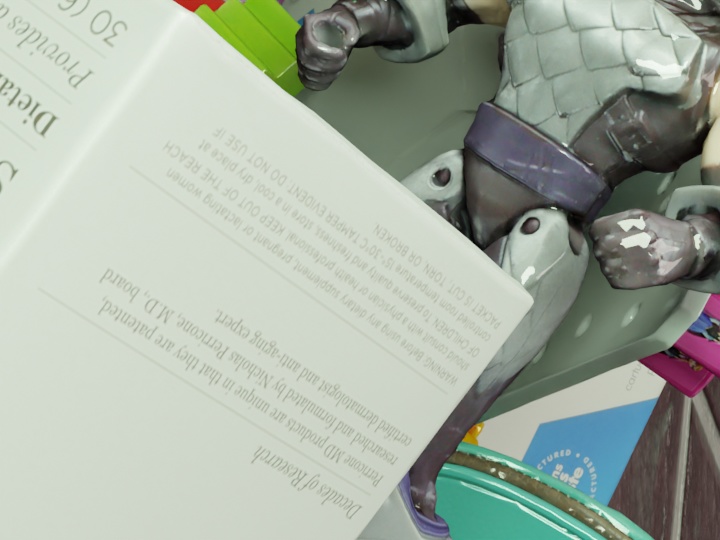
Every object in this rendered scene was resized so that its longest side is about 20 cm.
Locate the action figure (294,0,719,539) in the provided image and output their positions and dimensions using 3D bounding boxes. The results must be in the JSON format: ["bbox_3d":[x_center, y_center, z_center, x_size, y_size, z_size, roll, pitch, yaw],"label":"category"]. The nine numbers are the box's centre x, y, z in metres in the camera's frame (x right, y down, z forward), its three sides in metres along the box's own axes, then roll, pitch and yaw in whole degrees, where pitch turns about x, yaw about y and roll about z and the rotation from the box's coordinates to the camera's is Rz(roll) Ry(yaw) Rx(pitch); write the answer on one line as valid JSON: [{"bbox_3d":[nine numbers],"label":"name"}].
[{"bbox_3d":[0.028,-0.009,0.581,0.069,0.130,0.200,28,97,-46],"label":"action figure"}]

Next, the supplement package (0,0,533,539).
[{"bbox_3d":[-0.093,0.035,0.474,0.200,0.121,0.120,-54,144,0],"label":"supplement package"}]

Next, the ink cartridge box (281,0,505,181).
[{"bbox_3d":[0.042,-0.086,0.743,0.068,0.115,0.200,45,41,-14],"label":"ink cartridge box"}]

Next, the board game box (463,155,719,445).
[{"bbox_3d":[0.086,-0.039,0.715,0.200,0.026,0.200,-58,-169,-22],"label":"board game box"}]

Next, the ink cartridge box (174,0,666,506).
[{"bbox_3d":[0.000,0.000,0.832,0.200,0.067,0.116,25,91,-34],"label":"ink cartridge box"}]

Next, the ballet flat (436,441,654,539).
[{"bbox_3d":[-0.004,0.062,0.700,0.070,0.200,0.067,-83,-170,-77],"label":"ballet flat"}]

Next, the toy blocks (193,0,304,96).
[{"bbox_3d":[-0.101,-0.003,0.597,0.100,0.200,0.137,48,1,26],"label":"toy blocks"}]

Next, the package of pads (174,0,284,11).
[{"bbox_3d":[-0.067,-0.162,0.822,0.200,0.076,0.121,71,26,-45],"label":"package of pads"}]
